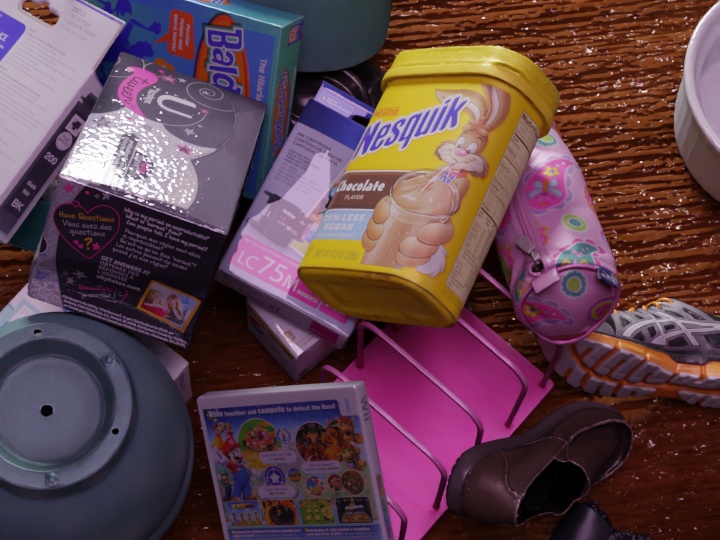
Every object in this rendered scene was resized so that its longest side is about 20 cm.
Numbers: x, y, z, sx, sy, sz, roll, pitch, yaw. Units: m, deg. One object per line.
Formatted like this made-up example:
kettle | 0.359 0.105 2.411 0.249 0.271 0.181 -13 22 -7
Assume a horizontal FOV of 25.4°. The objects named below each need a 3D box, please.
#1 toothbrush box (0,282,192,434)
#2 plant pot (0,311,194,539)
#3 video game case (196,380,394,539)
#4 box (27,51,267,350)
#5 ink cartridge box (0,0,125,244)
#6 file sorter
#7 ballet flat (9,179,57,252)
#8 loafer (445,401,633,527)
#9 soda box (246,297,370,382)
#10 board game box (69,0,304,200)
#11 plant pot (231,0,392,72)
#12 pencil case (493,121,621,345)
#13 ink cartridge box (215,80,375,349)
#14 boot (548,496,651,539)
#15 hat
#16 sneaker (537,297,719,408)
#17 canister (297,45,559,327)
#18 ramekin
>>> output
toothbrush box | -0.250 0.115 1.262 0.146 0.085 0.200 38 70 11
plant pot | -0.219 0.115 1.147 0.198 0.134 0.202 2 70 -5
video game case | -0.042 0.185 1.192 0.142 0.018 0.202 -6 99 30
box | -0.157 -0.059 1.208 0.131 0.115 0.201 19 32 -6
ink cartridge box | -0.300 -0.148 1.328 0.197 0.043 0.201 31 84 37
file sorter | 0.047 0.100 1.261 0.139 0.126 0.200 40 71 13
ballet flat | -0.214 -0.044 1.348 0.198 0.072 0.072 9 67 -2
loafer | 0.152 0.160 1.234 0.199 0.074 0.071 -17 33 -42
soda box | 0.000 0.000 1.333 0.199 0.064 0.068 -39 74 -16
board game box | -0.151 -0.159 1.327 0.198 0.154 0.045 17 26 18
plant pot | -0.053 -0.292 1.355 0.198 0.162 0.202 10 41 -9
pencil case | 0.140 -0.038 1.244 0.086 0.088 0.201 -6 44 -5
ink cartridge box | -0.021 -0.053 1.291 0.119 0.042 0.201 28 67 -1
boot | 0.196 0.291 1.217 0.200 0.077 0.168 39 75 19
hat | -0.050 -0.129 1.373 0.198 0.081 0.203 1 69 -2
sneaker | 0.238 0.059 1.313 0.198 0.078 0.078 12 62 -16
canister | 0.050 -0.063 1.211 0.148 0.086 0.201 4 61 45
ramekin | 0.369 -0.141 1.391 0.198 0.098 0.203 1 68 -2
